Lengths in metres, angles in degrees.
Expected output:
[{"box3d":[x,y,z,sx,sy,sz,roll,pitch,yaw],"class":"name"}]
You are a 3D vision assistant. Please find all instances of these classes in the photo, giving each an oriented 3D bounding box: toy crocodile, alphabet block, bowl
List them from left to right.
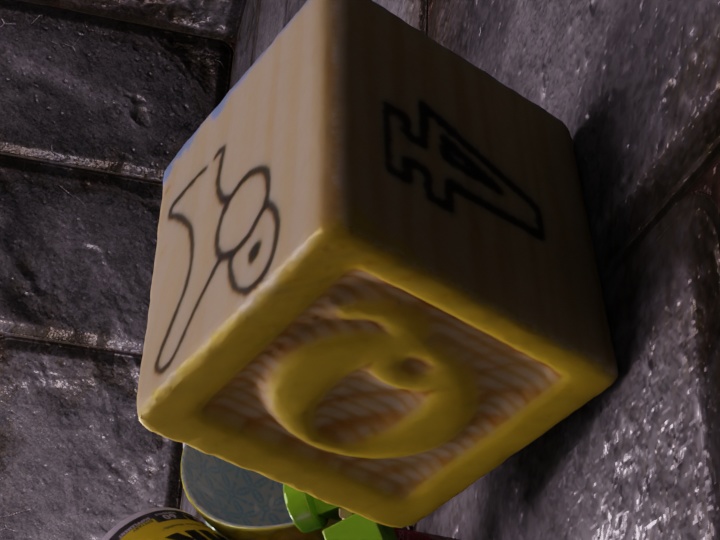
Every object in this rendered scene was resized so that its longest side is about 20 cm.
[{"box3d":[-0.035,0.165,1.064,0.200,0.199,0.108,-96,-14,-53],"class":"bowl"},{"box3d":[0.003,0.176,0.818,0.062,0.067,0.201,41,-151,-61],"class":"toy crocodile"},{"box3d":[0.005,-0.003,0.749,0.195,0.196,0.201,-44,33,37],"class":"alphabet block"}]

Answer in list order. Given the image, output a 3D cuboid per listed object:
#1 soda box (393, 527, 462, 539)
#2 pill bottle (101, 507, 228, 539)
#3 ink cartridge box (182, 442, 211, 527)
[{"box3d":[0.004,0.231,0.931,0.200,0.070,0.064,141,139,-60],"class":"soda box"},{"box3d":[-0.110,0.253,0.937,0.200,0.114,0.115,17,98,53],"class":"pill bottle"},{"box3d":[-0.125,0.142,1.279,0.145,0.087,0.201,-122,27,-55],"class":"ink cartridge box"}]
